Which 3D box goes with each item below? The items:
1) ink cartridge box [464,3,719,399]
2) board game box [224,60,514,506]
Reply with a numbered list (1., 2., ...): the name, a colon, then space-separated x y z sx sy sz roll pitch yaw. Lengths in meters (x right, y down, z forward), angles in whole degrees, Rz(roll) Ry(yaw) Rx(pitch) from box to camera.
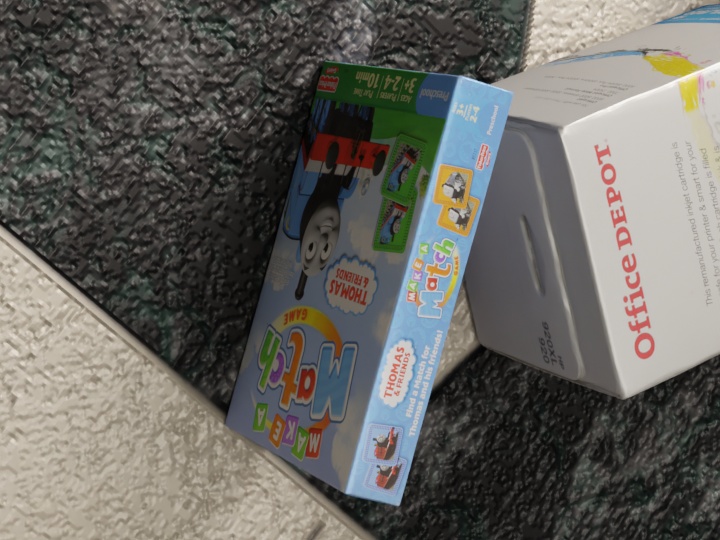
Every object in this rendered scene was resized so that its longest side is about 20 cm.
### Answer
1. ink cartridge box: 0.164 -0.045 1.047 0.199 0.144 0.148 -21 107 -23
2. board game box: 0.000 0.000 0.967 0.036 0.151 0.202 14 91 -27
